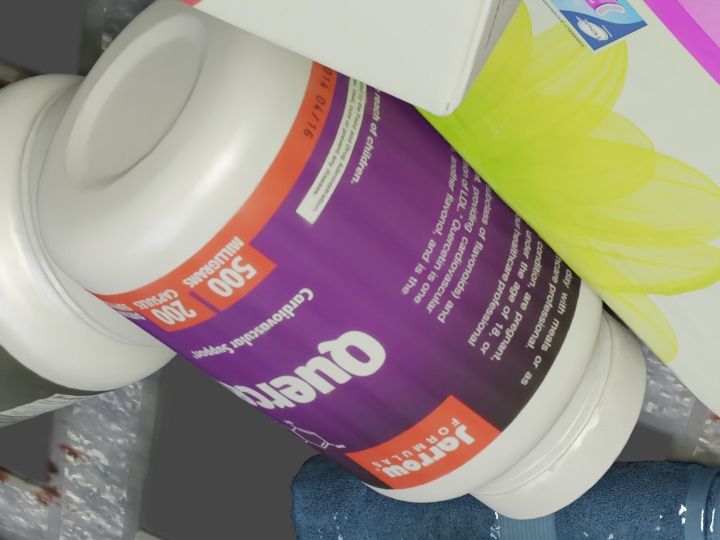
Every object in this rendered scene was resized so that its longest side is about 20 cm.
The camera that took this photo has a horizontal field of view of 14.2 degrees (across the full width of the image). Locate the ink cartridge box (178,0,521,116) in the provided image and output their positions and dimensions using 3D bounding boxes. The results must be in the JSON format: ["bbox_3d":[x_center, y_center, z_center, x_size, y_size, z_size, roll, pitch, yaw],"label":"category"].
[{"bbox_3d":[0.002,-0.154,0.729,0.144,0.200,0.084,23,138,8],"label":"ink cartridge box"}]

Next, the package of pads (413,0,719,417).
[{"bbox_3d":[0.111,-0.046,0.875,0.200,0.068,0.154,44,144,-17],"label":"package of pads"}]

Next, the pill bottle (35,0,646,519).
[{"bbox_3d":[0.000,0.000,0.934,0.200,0.113,0.112,37,143,-30],"label":"pill bottle"}]

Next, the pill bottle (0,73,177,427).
[{"bbox_3d":[-0.126,-0.004,1.037,0.199,0.114,0.114,-19,121,43],"label":"pill bottle"}]

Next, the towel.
[{"bbox_3d":[0.072,0.118,1.103,0.199,0.049,0.112,1,133,31],"label":"towel"}]
